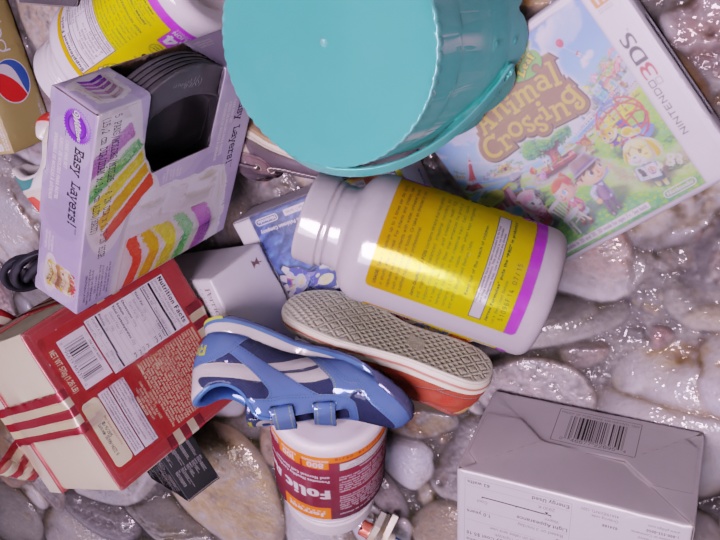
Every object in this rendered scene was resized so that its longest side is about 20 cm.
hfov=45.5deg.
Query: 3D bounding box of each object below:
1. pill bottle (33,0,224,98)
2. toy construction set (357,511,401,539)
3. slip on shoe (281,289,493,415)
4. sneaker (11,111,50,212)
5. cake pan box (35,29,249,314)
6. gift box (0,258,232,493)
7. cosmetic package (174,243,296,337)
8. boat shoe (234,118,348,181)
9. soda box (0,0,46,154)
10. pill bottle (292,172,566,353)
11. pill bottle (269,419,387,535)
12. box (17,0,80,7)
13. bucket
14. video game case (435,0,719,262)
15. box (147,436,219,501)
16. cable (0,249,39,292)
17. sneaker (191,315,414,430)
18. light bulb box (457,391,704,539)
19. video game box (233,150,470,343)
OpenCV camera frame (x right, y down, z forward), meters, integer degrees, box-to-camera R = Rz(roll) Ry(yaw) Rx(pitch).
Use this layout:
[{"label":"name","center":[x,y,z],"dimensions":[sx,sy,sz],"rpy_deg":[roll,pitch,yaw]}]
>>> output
[{"label":"pill bottle","center":[-0.204,-0.214,0.764],"dimensions":[0.200,0.104,0.104],"rpy_deg":[-21,105,35]},{"label":"toy construction set","center":[0.066,0.359,0.941],"dimensions":[0.200,0.092,0.131],"rpy_deg":[40,152,13]},{"label":"slip on shoe","center":[0.018,0.075,0.773],"dimensions":[0.200,0.074,0.061],"rpy_deg":[21,128,10]},{"label":"sneaker","center":[-0.238,-0.118,0.759],"dimensions":[0.093,0.070,0.200],"rpy_deg":[45,118,-8]},{"label":"cake pan box","center":[-0.167,-0.085,0.687],"dimensions":[0.052,0.184,0.200],"rpy_deg":[33,128,15]},{"label":"gift box","center":[-0.256,0.095,0.796],"dimensions":[0.187,0.200,0.185],"rpy_deg":[-15,103,49]},{"label":"cosmetic package","center":[-0.165,0.040,0.873],"dimensions":[0.200,0.071,0.102],"rpy_deg":[-6,115,45]},{"label":"boat shoe","center":[-0.089,-0.114,0.782],"dimensions":[0.200,0.072,0.065],"rpy_deg":[20,129,22]},{"label":"soda box","center":[-0.392,-0.222,0.884],"dimensions":[0.068,0.064,0.200],"rpy_deg":[0,116,28]},{"label":"pill bottle","center":[0.052,-0.013,0.679],"dimensions":[0.200,0.104,0.104],"rpy_deg":[19,124,3]},{"label":"pill bottle","center":[-0.031,0.178,0.855],"dimensions":[0.114,0.114,0.200],"rpy_deg":[21,142,17]},{"label":"box","center":[-0.250,-0.335,0.691],"dimensions":[0.050,0.158,0.200],"rpy_deg":[0,122,-14]},{"label":"bucket","center":[0.007,-0.174,0.640],"dimensions":[0.207,0.135,0.207],"rpy_deg":[12,114,28]},{"label":"video game case","center":[0.163,-0.107,0.680],"dimensions":[0.200,0.022,0.182],"rpy_deg":[-32,98,36]},{"label":"box","center":[-0.256,0.162,0.989],"dimensions":[0.200,0.044,0.160],"rpy_deg":[60,154,-11]},{"label":"cable","center":[-0.264,-0.028,0.848],"dimensions":[0.200,0.163,0.051],"rpy_deg":[-13,99,48]},{"label":"sneaker","center":[-0.053,0.107,0.739],"dimensions":[0.200,0.082,0.074],"rpy_deg":[16,153,9]},{"label":"light bulb box","center":[0.197,0.243,0.787],"dimensions":[0.198,0.125,0.200],"rpy_deg":[10,121,22]},{"label":"video game box","center":[0.000,0.000,0.810],"dimensions":[0.200,0.047,0.182],"rpy_deg":[-18,109,34]}]
